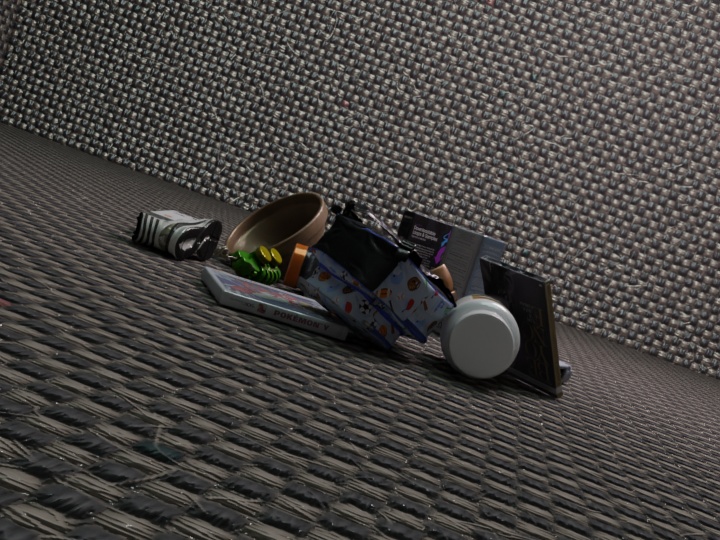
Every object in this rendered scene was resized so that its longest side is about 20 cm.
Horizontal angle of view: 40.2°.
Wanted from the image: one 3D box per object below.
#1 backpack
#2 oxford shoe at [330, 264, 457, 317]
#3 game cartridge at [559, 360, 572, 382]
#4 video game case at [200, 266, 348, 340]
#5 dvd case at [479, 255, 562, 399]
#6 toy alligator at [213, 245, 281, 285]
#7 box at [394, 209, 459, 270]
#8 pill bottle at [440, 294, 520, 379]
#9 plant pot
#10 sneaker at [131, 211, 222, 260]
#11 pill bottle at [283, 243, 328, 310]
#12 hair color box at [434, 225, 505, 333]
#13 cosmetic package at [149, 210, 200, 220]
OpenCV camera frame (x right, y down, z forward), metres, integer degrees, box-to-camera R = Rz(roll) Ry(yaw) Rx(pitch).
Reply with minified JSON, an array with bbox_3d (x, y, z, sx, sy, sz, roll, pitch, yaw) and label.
[{"bbox_3d":[0.033,0.024,1.377,0.190,0.154,0.200,34,4,-36],"label":"backpack"},{"bbox_3d":[0.044,0.035,1.505,0.199,0.072,0.071,-13,1,0],"label":"oxford shoe"},{"bbox_3d":[0.276,0.155,1.707,0.133,0.042,0.200,17,2,31],"label":"game cartridge"},{"bbox_3d":[-0.126,0.043,1.388,0.181,0.023,0.200,18,4,-19],"label":"video game case"},{"bbox_3d":[0.246,0.086,1.518,0.016,0.201,0.149,-24,27,-26],"label":"dvd case"},{"bbox_3d":[-0.176,-0.004,1.609,0.054,0.059,0.200,62,17,14],"label":"toy alligator"},{"bbox_3d":[0.109,-0.005,1.889,0.036,0.201,0.143,22,5,43],"label":"box"},{"bbox_3d":[0.172,0.096,1.424,0.114,0.115,0.200,19,4,5],"label":"pill bottle"},{"bbox_3d":[-0.140,-0.050,1.800,0.201,0.200,0.093,25,-33,59],"label":"plant pot"},{"bbox_3d":[-0.312,-0.070,1.660,0.115,0.076,0.200,22,7,11],"label":"sneaker"},{"bbox_3d":[-0.023,0.020,1.600,0.199,0.107,0.106,18,4,-3],"label":"pill bottle"},{"bbox_3d":[0.192,0.026,1.853,0.060,0.201,0.099,16,5,-34],"label":"hair color box"},{"bbox_3d":[-0.338,-0.077,1.823,0.082,0.051,0.200,18,4,-2],"label":"cosmetic package"}]
